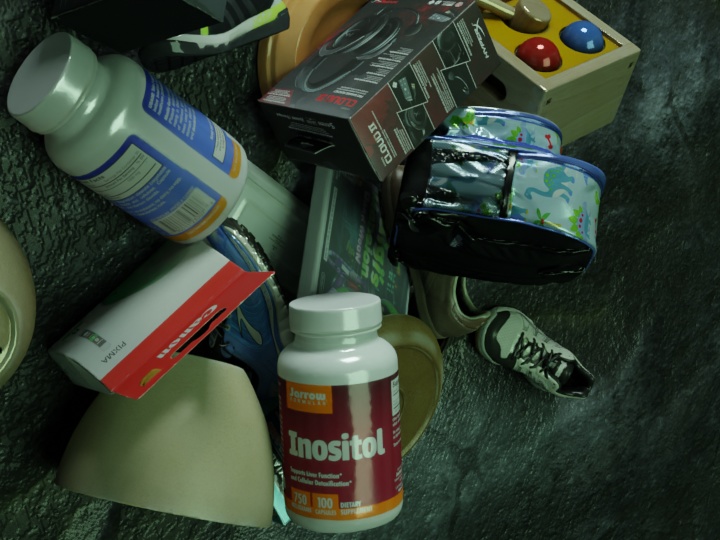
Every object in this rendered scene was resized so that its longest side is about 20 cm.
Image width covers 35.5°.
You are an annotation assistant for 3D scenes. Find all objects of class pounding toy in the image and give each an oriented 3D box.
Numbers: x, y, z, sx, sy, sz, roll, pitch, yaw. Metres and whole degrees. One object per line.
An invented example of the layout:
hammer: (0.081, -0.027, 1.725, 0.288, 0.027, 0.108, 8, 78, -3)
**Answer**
pounding toy: (0.166, -0.244, 1.221, 0.183, 0.200, 0.143, -26, 147, -32)

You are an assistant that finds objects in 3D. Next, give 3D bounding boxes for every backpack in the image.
backpack: (0.138, -0.072, 1.109, 0.183, 0.198, 0.148, 95, 6, -76)

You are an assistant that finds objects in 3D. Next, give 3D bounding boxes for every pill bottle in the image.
pill bottle: (-0.020, 0.127, 1.032, 0.112, 0.112, 0.202, -10, 101, -38)
pill bottle: (-0.202, -0.116, 0.978, 0.200, 0.112, 0.113, 37, 79, -40)

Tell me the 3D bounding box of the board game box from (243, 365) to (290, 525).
board game box: (-0.052, 0.146, 1.200, 0.199, 0.047, 0.152, -36, 106, -25)

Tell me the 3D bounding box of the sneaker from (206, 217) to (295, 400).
sneaker: (-0.114, 0.042, 1.096, 0.088, 0.079, 0.202, -23, 106, -3)

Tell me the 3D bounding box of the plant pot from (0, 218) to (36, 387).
plant pot: (-0.339, 0.036, 0.891, 0.199, 0.134, 0.202, -14, 113, -37)

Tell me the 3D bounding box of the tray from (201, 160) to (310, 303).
tray: (-0.092, -0.031, 1.159, 0.200, 0.022, 0.108, 37, 79, -41)

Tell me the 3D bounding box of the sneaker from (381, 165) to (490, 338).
sneaker: (0.086, -0.026, 1.230, 0.070, 0.075, 0.202, -40, 114, -57)

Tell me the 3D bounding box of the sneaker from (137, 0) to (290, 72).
sneaker: (-0.139, -0.236, 1.015, 0.200, 0.071, 0.084, -38, 113, -55)

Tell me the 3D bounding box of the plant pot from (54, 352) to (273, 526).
plant pot: (-0.166, 0.148, 1.037, 0.199, 0.199, 0.136, 22, 76, -42)

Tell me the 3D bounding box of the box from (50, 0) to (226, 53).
box: (-0.162, -0.292, 0.906, 0.078, 0.140, 0.202, 20, 74, -41)

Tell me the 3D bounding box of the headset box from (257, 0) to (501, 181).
headset box: (0.011, -0.173, 1.071, 0.200, 0.148, 0.078, -44, 126, -21)

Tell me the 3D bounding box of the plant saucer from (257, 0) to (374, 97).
plant saucer: (-0.015, -0.216, 1.159, 0.199, 0.037, 0.202, -13, 111, -38)

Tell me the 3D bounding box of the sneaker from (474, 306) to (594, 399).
sneaker: (0.228, 0.106, 1.433, 0.199, 0.087, 0.076, 29, 86, -40)

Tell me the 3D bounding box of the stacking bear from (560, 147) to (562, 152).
stacking bear: (0.166, -0.109, 1.302, 0.121, 0.114, 0.200, 43, 58, -3)

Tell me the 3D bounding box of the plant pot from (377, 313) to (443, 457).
plant pot: (0.015, 0.141, 1.156, 0.199, 0.027, 0.202, -23, 128, -32)

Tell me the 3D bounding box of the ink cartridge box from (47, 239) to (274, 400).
ink cartridge box: (-0.180, 0.037, 0.984, 0.161, 0.200, 0.050, -45, 107, -22)

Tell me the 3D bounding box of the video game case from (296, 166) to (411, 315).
video game case: (0.000, 0.000, 1.174, 0.182, 0.023, 0.202, 41, 47, -48)

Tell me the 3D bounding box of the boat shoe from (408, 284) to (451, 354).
boat shoe: (0.054, 0.113, 1.301, 0.071, 0.060, 0.203, 25, 86, -43)
